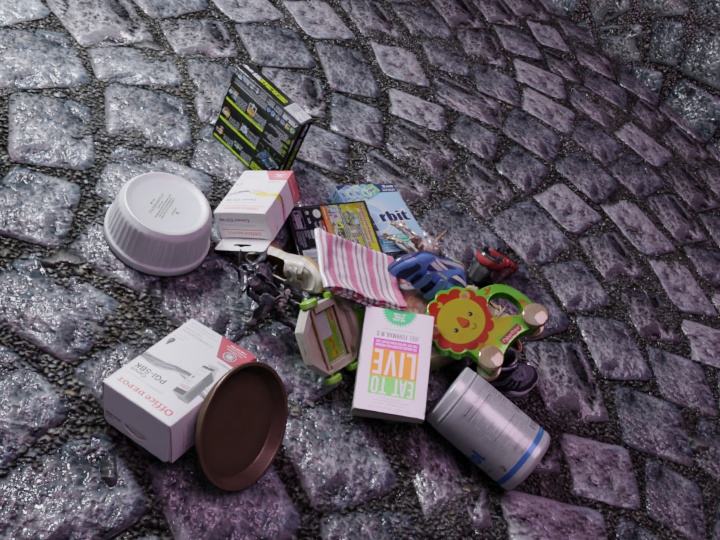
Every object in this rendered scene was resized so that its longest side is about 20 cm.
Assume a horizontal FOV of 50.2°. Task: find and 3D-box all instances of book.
[{"bbox_3d":[0.061,0.172,1.409,0.132,0.048,0.201,8,63,-1],"label":"book"}]

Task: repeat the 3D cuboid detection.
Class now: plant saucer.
[{"bbox_3d":[-0.186,0.239,1.193,0.029,0.201,0.200,7,29,34],"label":"plant saucer"}]

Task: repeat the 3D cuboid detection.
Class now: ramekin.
[{"bbox_3d":[-0.369,-0.095,1.432,0.201,0.094,0.203,17,45,-17],"label":"ramekin"}]

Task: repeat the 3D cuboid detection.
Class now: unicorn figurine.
[{"bbox_3d":[0.120,-0.057,1.632,0.137,0.074,0.200,32,19,-14],"label":"unicorn figurine"}]

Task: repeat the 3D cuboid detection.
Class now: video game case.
[{"bbox_3d":[-0.050,-0.057,1.605,0.179,0.026,0.201,-7,56,-17],"label":"video game case"}]

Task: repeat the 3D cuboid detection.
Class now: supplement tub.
[{"bbox_3d":[0.234,0.290,1.411,0.200,0.132,0.132,39,42,9],"label":"supplement tub"}]

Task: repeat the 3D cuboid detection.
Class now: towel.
[{"bbox_3d":[0.000,0.000,1.475,0.199,0.030,0.147,20,41,-35],"label":"towel"}]

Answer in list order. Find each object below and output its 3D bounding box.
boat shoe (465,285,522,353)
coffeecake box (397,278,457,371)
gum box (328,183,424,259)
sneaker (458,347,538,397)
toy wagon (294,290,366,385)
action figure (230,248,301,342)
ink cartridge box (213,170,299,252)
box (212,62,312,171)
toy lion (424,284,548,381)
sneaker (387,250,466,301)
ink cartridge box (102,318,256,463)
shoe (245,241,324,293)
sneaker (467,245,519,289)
[{"bbox_3d":[0.277,0.103,1.582,0.200,0.069,0.074,55,39,-34],"label":"boat shoe"},{"bbox_3d":[0.124,0.100,1.565,0.153,0.073,0.201,-15,59,-38],"label":"coffeecake box"},{"bbox_3d":[0.044,-0.108,1.731,0.169,0.045,0.201,-8,57,-36],"label":"gum box"},{"bbox_3d":[0.301,0.199,1.548,0.199,0.114,0.076,1,51,-31],"label":"sneaker"},{"bbox_3d":[-0.042,0.114,1.426,0.200,0.039,0.156,-26,101,-53],"label":"toy wagon"},{"bbox_3d":[-0.173,0.049,1.411,0.200,0.102,0.119,43,48,-20],"label":"action figure"},{"bbox_3d":[-0.212,-0.121,1.535,0.116,0.068,0.201,2,39,18],"label":"ink cartridge box"},{"bbox_3d":[-0.215,-0.309,1.651,0.200,0.194,0.047,42,45,12],"label":"box"},{"bbox_3d":[0.228,0.099,1.478,0.200,0.069,0.192,-40,66,-17],"label":"toy lion"},{"bbox_3d":[0.141,0.016,1.532,0.199,0.074,0.083,10,58,-36],"label":"sneaker"},{"bbox_3d":[-0.281,0.183,1.208,0.146,0.083,0.200,26,39,21],"label":"ink cartridge box"},{"bbox_3d":[-0.144,-0.002,1.471,0.053,0.070,0.199,-21,36,-40],"label":"shoe"},{"bbox_3d":[0.304,-0.001,1.772,0.071,0.098,0.200,38,17,24],"label":"sneaker"}]
